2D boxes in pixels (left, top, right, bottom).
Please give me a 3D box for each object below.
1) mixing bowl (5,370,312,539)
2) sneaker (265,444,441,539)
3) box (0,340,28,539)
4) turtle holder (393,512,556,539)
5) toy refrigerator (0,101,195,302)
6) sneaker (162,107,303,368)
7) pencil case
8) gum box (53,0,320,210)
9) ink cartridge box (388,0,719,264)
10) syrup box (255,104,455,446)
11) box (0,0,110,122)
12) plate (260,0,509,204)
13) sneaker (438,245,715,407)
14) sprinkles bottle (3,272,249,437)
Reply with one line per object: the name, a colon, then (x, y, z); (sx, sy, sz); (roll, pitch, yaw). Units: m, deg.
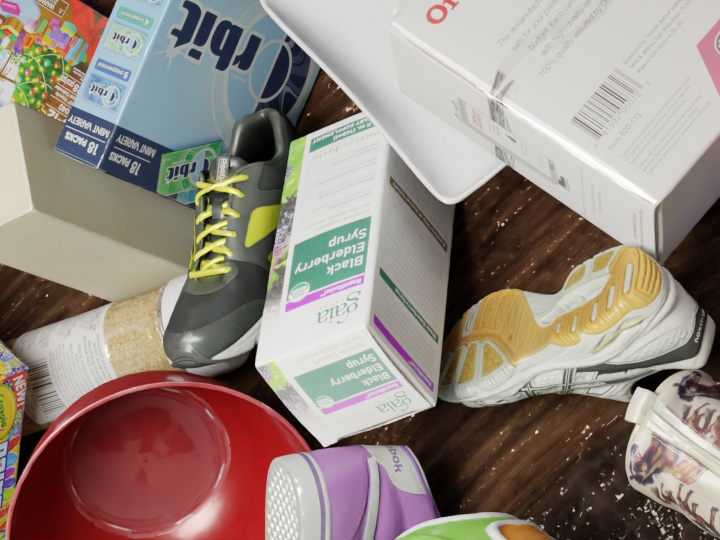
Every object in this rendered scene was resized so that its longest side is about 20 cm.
mixing bowl: (-0.124, 0.139, 1.790); (0.200, 0.200, 0.108); (-51, 23, 11)
sneaker: (-0.001, 0.196, 1.749); (0.073, 0.114, 0.201); (47, 137, 48)
box: (-0.330, 0.136, 1.847); (0.122, 0.192, 0.201); (38, 135, 32)
turtle holder: (0.060, 0.222, 1.667); (0.141, 0.131, 0.186); (34, 125, 26)
toy refrigerator: (-0.180, -0.036, 1.841); (0.070, 0.200, 0.076); (-23, 67, 25)
sneaker: (-0.082, -0.021, 1.794); (0.074, 0.085, 0.200); (-9, 36, 30)
pencil case: (0.235, 0.132, 1.608); (0.200, 0.089, 0.078); (35, 81, 34)
gum box: (-0.091, -0.141, 1.831); (0.044, 0.170, 0.201); (22, 90, 34)
ink cartridge box: (0.137, -0.123, 1.686); (0.200, 0.083, 0.147); (36, 72, 21)
syrup box: (0.000, 0.000, 1.742); (0.078, 0.082, 0.201); (-21, 37, 26)
box: (-0.246, -0.142, 2.005); (0.200, 0.039, 0.137); (32, 96, 33)
plate: (0.071, -0.155, 1.775); (0.199, 0.032, 0.200); (-37, 65, -11)
sneaker: (0.124, 0.053, 1.708); (0.200, 0.087, 0.076); (-20, 44, 50)
sprinkles bottle: (-0.169, 0.057, 1.889); (0.199, 0.068, 0.069); (-19, 69, 27)
